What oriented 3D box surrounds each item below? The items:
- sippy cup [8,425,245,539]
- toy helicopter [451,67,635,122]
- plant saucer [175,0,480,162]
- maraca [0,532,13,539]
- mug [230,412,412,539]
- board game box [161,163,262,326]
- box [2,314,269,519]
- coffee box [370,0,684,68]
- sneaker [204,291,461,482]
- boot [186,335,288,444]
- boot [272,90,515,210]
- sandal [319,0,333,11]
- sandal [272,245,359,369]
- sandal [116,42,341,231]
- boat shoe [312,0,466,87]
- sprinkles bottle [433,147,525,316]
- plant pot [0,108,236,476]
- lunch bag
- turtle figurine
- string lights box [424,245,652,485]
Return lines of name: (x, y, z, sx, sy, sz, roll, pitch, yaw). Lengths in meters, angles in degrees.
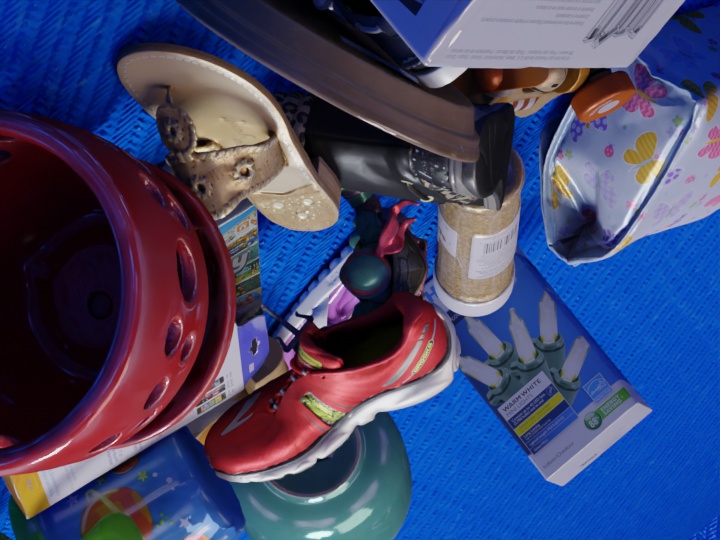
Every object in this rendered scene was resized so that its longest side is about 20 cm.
sippy cup: (-0.158, 0.179, 1.593, 0.130, 0.178, 0.140, -33, 124, 5)
toy helicopter: (0.092, -0.121, 1.608, 0.200, 0.079, 0.132, -30, 168, 17)
plant saucer: (-0.015, -0.122, 1.268, 0.029, 0.200, 0.200, -59, 155, 10)
maraca: (-0.310, 0.260, 1.700, 0.137, 0.107, 0.200, -20, 154, -23)
mug: (-0.049, 0.175, 1.879, 0.185, 0.152, 0.114, -34, 158, -9)
board game box: (-0.144, 0.016, 1.522, 0.147, 0.064, 0.200, -32, 158, -16)
box: (-0.154, 0.083, 1.509, 0.200, 0.041, 0.119, -32, 160, -14)
coffee box: (0.089, -0.243, 1.167, 0.200, 0.198, 0.200, -6, 140, -53)
sneaker: (-0.030, 0.073, 1.561, 0.200, 0.077, 0.085, -31, 137, 8)
boot: (-0.141, 0.128, 1.753, 0.201, 0.071, 0.144, -29, 161, -15)
boot: (0.022, -0.085, 1.507, 0.204, 0.154, 0.074, -8, 105, -81)
sandal: (0.030, -0.149, 1.454, 0.203, 0.050, 0.082, -6, 142, -54)
sandal: (-0.018, 0.040, 1.791, 0.082, 0.050, 0.203, -17, 151, -42)
sandal: (-0.075, -0.058, 1.366, 0.078, 0.070, 0.212, -10, 150, 27)
boat shoe: (0.010, -0.165, 1.267, 0.075, 0.200, 0.062, -43, 121, 11)
sprinkles bottle: (0.093, -0.033, 1.793, 0.068, 0.068, 0.200, -32, 158, -14)
plant pot: (-0.176, 0.013, 1.285, 0.200, 0.200, 0.182, -44, 165, 15)
lunch bag: (0.235, -0.103, 1.803, 0.169, 0.127, 0.200, -19, 143, -44)
turtle figurine: (0.000, 0.000, 1.610, 0.200, 0.101, 0.150, 5, 99, -78)
string lights box: (0.142, 0.072, 1.904, 0.103, 0.200, 0.059, -42, 159, 8)
